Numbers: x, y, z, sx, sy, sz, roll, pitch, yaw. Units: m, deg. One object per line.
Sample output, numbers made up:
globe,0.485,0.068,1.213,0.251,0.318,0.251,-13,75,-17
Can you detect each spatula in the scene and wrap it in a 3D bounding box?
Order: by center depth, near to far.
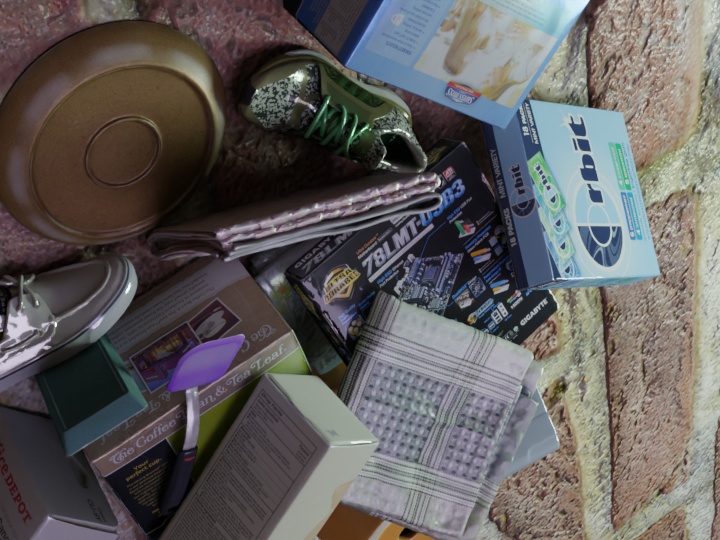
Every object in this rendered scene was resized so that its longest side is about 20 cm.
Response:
spatula,-0.139,0.129,1.044,0.056,0.021,0.202,-11,131,-37

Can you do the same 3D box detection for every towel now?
towel,-0.057,-0.043,1.048,0.198,0.191,0.033,-15,98,-23
towel,0.064,0.139,1.153,0.198,0.034,0.195,23,89,-28
towel,0.000,0.000,1.231,0.199,0.048,0.172,-35,141,-9

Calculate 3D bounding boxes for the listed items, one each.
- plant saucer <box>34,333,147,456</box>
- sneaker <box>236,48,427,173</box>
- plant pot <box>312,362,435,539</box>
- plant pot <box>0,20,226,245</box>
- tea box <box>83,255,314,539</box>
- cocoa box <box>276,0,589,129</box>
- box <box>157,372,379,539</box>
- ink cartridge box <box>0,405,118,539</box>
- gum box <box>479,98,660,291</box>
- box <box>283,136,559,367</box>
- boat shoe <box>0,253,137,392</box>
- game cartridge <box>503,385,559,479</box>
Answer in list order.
plant saucer,-0.222,0.083,1.019,0.069,0.200,0.019,-32,117,-10
sneaker,-0.013,-0.123,1.072,0.198,0.089,0.077,9,120,-44
plant pot,0.005,0.210,1.321,0.198,0.184,0.202,-22,138,-22
plant pot,-0.188,-0.097,1.002,0.198,0.028,0.202,-22,137,-22
tea box,-0.146,0.122,1.155,0.199,0.134,0.198,-32,141,-12
cocoa box,0.054,-0.218,1.006,0.199,0.131,0.134,13,118,-45
box,-0.082,0.192,1.086,0.077,0.095,0.201,9,121,-55
ink cartridge box,-0.318,0.240,1.115,0.201,0.145,0.083,-50,138,11
gum box,0.201,-0.071,1.222,0.044,0.172,0.199,-19,169,40
box,0.061,0.018,1.173,0.200,0.050,0.199,-41,113,-14
boat shoe,-0.274,0.038,1.028,0.198,0.071,0.070,-30,138,-6
game cartridge,0.100,0.111,1.249,0.132,0.202,0.041,-25,-176,-22
